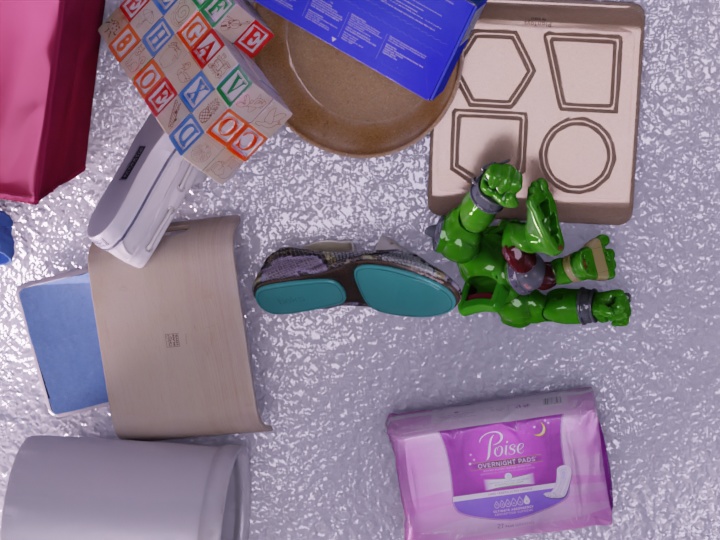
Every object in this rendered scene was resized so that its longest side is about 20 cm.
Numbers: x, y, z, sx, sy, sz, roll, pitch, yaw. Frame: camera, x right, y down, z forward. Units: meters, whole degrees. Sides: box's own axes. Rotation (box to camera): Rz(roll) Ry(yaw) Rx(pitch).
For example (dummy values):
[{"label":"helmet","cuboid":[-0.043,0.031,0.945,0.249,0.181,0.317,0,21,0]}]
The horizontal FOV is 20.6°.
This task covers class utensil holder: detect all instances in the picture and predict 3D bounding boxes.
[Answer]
[{"label":"utensil holder","cuboid":[-0.209,0.234,1.787,0.198,0.170,0.172,5,102,5]}]

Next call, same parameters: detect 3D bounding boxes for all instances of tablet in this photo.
[{"label":"tablet","cuboid":[-0.210,0.053,1.828,0.198,0.014,0.131,-13,99,6]}]

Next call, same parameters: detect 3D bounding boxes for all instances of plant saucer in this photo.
[{"label":"plant saucer","cuboid":[0.000,-0.200,1.731,0.198,0.035,0.202,6,109,18]}]

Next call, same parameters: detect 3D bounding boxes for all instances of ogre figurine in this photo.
[{"label":"ogre figurine","cuboid":[0.139,-0.011,1.729,0.119,0.199,0.099,-18,60,36]}]

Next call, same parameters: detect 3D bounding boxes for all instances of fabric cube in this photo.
[{"label":"fabric cube","cuboid":[-0.335,-0.184,1.697,0.194,0.200,0.201,11,102,2]}]

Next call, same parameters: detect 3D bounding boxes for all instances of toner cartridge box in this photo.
[{"label":"toner cartridge box","cuboid":[0.000,-0.235,1.676,0.199,0.043,0.096,31,114,8]}]

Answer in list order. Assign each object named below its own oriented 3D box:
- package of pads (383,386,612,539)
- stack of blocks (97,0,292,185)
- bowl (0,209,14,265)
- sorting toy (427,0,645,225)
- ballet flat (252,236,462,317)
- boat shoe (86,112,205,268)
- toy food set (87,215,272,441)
[{"label":"package of pads","cuboid":[0.126,0.179,1.793,0.198,0.076,0.122,-9,102,6]},{"label":"stack of blocks","cuboid":[-0.134,-0.181,1.686,0.115,0.200,0.058,-45,137,10]},{"label":"bowl","cuboid":[-0.400,-0.047,1.736,0.198,0.201,0.040,10,80,3]},{"label":"sorting toy","cuboid":[0.154,-0.142,1.751,0.183,0.037,0.202,3,106,4]},{"label":"ballet flat","cuboid":[0.000,0.000,1.759,0.198,0.072,0.073,-1,102,23]},{"label":"boat shoe","cuboid":[-0.167,-0.096,1.758,0.065,0.073,0.201,36,83,-28]},{"label":"toy food set","cuboid":[-0.161,0.057,1.796,0.142,0.060,0.202,-6,99,17]}]
